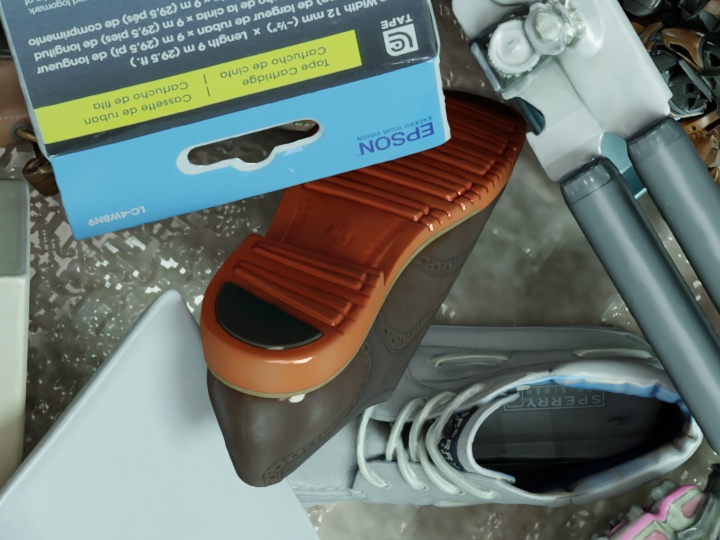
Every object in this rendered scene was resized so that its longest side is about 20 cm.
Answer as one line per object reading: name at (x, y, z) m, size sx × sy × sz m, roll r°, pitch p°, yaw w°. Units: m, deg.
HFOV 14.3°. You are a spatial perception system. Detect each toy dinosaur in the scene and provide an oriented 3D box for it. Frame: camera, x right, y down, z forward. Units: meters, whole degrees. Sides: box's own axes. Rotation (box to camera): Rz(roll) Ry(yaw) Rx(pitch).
toy dinosaur at (0.136, -0.090, 1.020) m, size 0.102 × 0.135 × 0.200 m, roll -52°, pitch 130°, yaw -26°

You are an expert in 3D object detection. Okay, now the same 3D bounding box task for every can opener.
can opener at (0.100, -0.031, 1.011) m, size 0.052 × 0.066 × 0.201 m, roll -31°, pitch 85°, yaw 13°

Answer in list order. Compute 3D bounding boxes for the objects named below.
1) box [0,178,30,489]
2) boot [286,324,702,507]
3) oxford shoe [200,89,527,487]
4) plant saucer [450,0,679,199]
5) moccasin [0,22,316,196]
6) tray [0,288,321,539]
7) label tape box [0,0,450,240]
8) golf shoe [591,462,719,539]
box at (-0.158, 0.075, 1.012) m, size 0.077 × 0.095 × 0.201 m, roll 1°, pitch 114°, yaw -8°
boot at (0.026, 0.054, 1.062) m, size 0.198 × 0.096 × 0.074 m, roll -7°, pitch 96°, yaw -7°
oxford shoe at (0.000, 0.000, 1.038) m, size 0.071 × 0.200 × 0.073 m, roll 21°, pitch 131°, yaw 22°
plant saucer at (0.065, -0.111, 1.063) m, size 0.070 × 0.019 × 0.200 m, roll -37°, pitch 119°, yaw -3°
moccasin at (-0.113, -0.059, 1.047) m, size 0.200 × 0.074 × 0.078 m, roll -3°, pitch 109°, yaw -11°
tray at (-0.070, 0.102, 1.025) m, size 0.108 × 0.022 × 0.200 m, roll -53°, pitch 142°, yaw -23°
label tape box at (-0.056, -0.119, 0.969) m, size 0.142 × 0.066 × 0.201 m, roll -14°, pitch 131°, yaw -1°
golf shoe at (0.160, 0.094, 1.042) m, size 0.092 × 0.073 × 0.200 m, roll 42°, pitch 63°, yaw 18°
